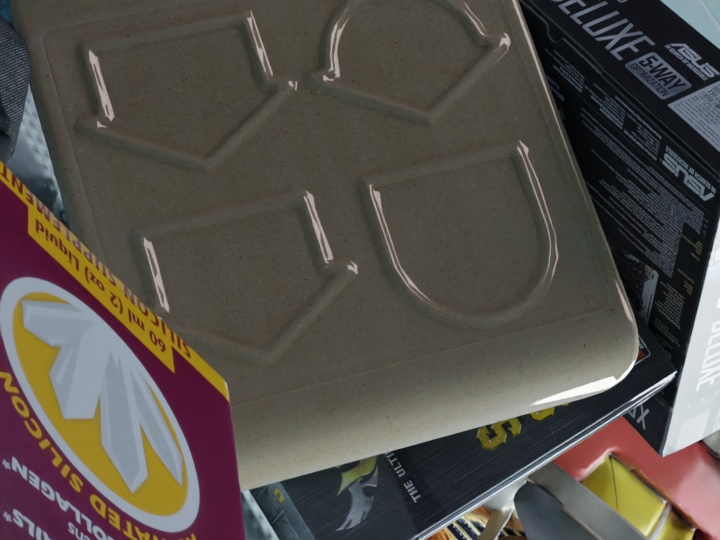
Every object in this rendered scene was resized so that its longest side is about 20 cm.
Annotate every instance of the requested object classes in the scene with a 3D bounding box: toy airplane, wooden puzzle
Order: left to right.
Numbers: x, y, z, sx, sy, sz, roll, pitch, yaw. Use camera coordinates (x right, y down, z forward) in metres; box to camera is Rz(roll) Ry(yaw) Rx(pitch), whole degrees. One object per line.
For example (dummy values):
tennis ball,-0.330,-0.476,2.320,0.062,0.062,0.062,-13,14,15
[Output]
wooden puzzle,-0.015,-0.031,0.651,0.046,0.185,0.200,130,-55,-71
toy airplane,0.078,0.094,0.813,0.199,0.141,0.200,23,5,28

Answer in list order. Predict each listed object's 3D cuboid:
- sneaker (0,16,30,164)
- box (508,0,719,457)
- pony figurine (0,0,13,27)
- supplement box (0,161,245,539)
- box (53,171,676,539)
sneaker,-0.167,-0.106,0.578,0.112,0.073,0.200,35,32,-62
box,0.089,-0.045,0.734,0.200,0.050,0.158,48,-28,34
pony figurine,-0.106,-0.162,0.743,0.193,0.167,0.200,-7,54,-25
supplement box,-0.085,0.071,0.375,0.110,0.086,0.200,47,16,-30
box,0.000,0.000,0.691,0.200,0.158,0.048,58,-21,10
